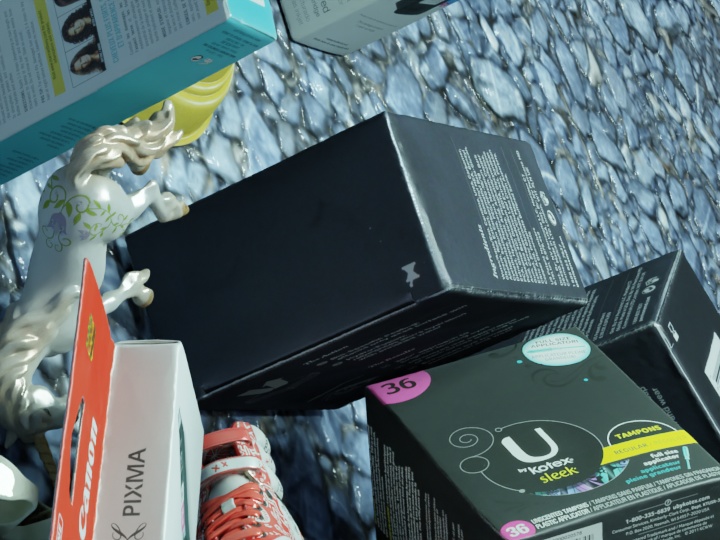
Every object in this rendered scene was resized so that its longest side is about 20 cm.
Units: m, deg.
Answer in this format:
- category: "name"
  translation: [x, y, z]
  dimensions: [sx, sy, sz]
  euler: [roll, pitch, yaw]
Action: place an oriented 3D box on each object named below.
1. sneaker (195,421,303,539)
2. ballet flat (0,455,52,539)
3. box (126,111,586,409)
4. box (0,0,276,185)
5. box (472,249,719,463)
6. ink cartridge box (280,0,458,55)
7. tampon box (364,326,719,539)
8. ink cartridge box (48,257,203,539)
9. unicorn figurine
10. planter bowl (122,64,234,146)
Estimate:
- category: "sneaker"
  translation: [-0.074, 0.143, 1.457]
  dimensions: [0.201, 0.067, 0.108]
  euler: [30, 38, -85]
- category: "ballet flat"
  translation: [-0.176, 0.135, 1.320]
  dimensions: [0.200, 0.062, 0.067]
  euler: [40, 36, -43]
- category: "box"
  translation: [0.000, 0.000, 1.598]
  dimensions: [0.200, 0.197, 0.118]
  euler: [5, 64, -61]
- category: "box"
  translation: [-0.146, -0.125, 1.438]
  dimensions: [0.049, 0.200, 0.082]
  euler: [20, 51, -56]
- category: "box"
  translation: [0.181, 0.120, 1.856]
  dimensions: [0.197, 0.200, 0.117]
  euler: [58, 27, -18]
- category: "ink cartridge box"
  translation: [0.031, -0.266, 1.896]
  dimensions: [0.083, 0.200, 0.146]
  euler: [8, 61, -61]
- category: "tampon box"
  translation: [0.112, 0.145, 1.565]
  dimensions: [0.200, 0.150, 0.126]
  euler: [-134, -145, -54]
- category: "ink cartridge box"
  translation: [-0.117, 0.120, 1.330]
  dimensions: [0.174, 0.044, 0.200]
  euler: [84, 8, -56]
- category: "unicorn figurine"
  translation: [-0.155, 0.009, 1.428]
  dimensions: [0.137, 0.074, 0.200]
  euler: [-29, 125, -61]
- category: "planter bowl"
  translation: [-0.122, -0.188, 1.674]
  dimensions: [0.200, 0.083, 0.200]
  euler: [44, 33, -38]
